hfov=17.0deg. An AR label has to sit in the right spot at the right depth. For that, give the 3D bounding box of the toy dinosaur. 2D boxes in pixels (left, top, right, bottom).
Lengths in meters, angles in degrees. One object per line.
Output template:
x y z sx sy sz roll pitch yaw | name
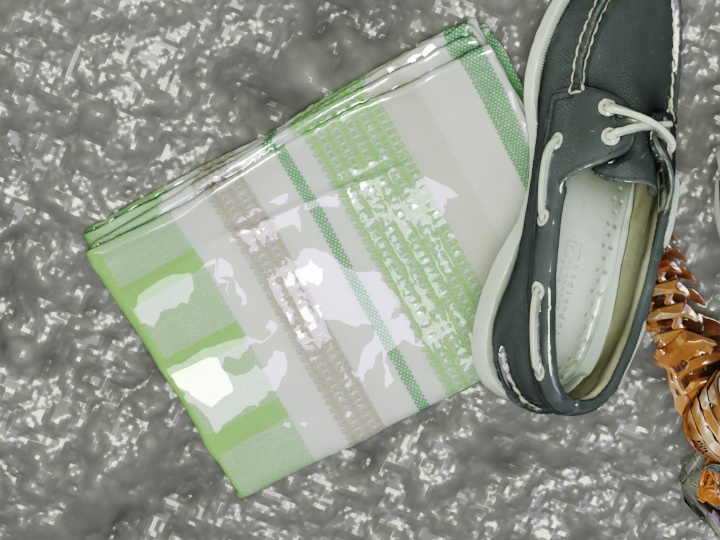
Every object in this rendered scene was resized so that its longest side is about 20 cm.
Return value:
0.185 0.056 1.046 0.136 0.102 0.200 -35 117 24 | toy dinosaur

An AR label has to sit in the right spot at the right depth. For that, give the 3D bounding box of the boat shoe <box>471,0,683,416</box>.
0.103 -0.037 0.999 0.076 0.060 0.200 9 93 -27 | boat shoe

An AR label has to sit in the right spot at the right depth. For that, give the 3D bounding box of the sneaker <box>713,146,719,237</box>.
0.218 -0.086 0.997 0.081 0.075 0.200 30 91 -27 | sneaker

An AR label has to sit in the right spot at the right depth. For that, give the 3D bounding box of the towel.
0.000 0.000 1.046 0.200 0.031 0.149 -28 107 6 | towel
